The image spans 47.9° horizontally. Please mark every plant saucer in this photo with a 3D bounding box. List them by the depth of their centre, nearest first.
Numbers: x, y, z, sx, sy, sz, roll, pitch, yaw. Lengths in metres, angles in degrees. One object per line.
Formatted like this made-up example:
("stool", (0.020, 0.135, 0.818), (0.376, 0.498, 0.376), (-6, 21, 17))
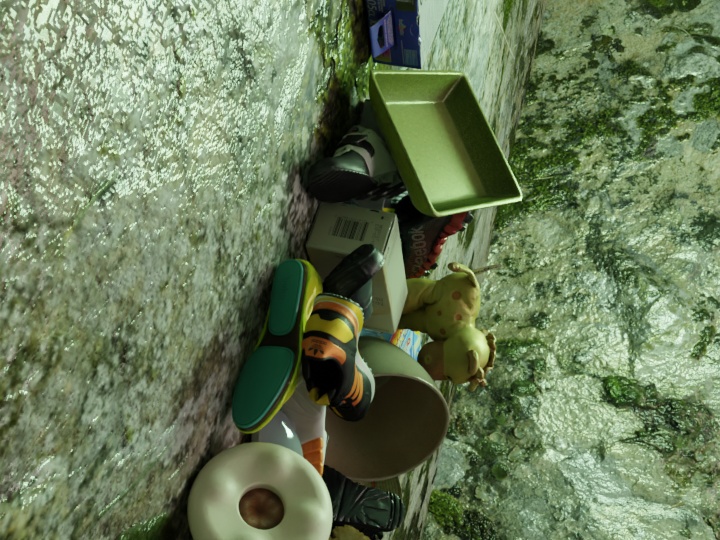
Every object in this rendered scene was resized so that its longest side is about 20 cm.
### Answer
("plant saucer", (0.102, -0.160, 1.049), (0.199, 0.048, 0.201), (-13, 76, -45))

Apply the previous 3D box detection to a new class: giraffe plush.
("giraffe plush", (0.133, 0.095, 1.194), (0.172, 0.199, 0.164), (18, 57, -51))

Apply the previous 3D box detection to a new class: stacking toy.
("stacking toy", (-0.118, 0.290, 0.860), (0.147, 0.145, 0.201), (-63, 175, -45))

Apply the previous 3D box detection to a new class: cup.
("cup", (0.013, 0.178, 1.157), (0.144, 0.198, 0.202), (-107, -164, -55))

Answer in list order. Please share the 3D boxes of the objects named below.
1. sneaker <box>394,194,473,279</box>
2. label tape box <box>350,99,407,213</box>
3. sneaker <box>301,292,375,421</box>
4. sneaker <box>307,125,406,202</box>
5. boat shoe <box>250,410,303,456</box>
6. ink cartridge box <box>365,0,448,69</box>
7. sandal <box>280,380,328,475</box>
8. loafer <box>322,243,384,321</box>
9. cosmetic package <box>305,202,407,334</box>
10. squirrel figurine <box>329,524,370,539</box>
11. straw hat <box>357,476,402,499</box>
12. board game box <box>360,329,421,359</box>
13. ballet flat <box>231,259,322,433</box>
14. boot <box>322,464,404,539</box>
("sneaker", (0.085, -0.059, 1.167), (0.201, 0.097, 0.071), (121, -18, -51))
("label tape box", (0.031, -0.131, 1.161), (0.144, 0.063, 0.202), (-10, 112, -74))
("sneaker", (-0.033, 0.118, 0.875), (0.201, 0.069, 0.090), (84, 24, -46))
("sneaker", (-0.011, -0.135, 0.999), (0.199, 0.074, 0.089), (-7, 75, -62))
("boat shoe", (-0.103, 0.264, 0.945), (0.073, 0.068, 0.202), (-12, 87, -52))
("ink cartridge box", (0.062, -0.363, 1.062), (0.137, 0.076, 0.201), (80, 25, -55))
("sandal", (-0.072, 0.197, 0.997), (0.059, 0.078, 0.209), (-42, 144, -79))
("loafer", (-0.011, 0.028, 0.959), (0.068, 0.070, 0.201), (-45, 179, -28))
("cosmetic package", (0.000, 0.000, 1.069), (0.201, 0.102, 0.074), (76, 29, -58))
("squirrel figurine", (-0.064, 0.431, 1.054), (0.199, 0.141, 0.188), (-11, 123, -48))
("straw hat", (-0.014, 0.321, 1.303), (0.084, 0.201, 0.202), (-22, 138, -19))
("board game box", (0.048, 0.146, 1.358), (0.201, 0.055, 0.197), (-62, 152, -49))
("ballet flat", (-0.081, 0.086, 0.886), (0.067, 0.066, 0.202), (45, 54, -53))
("boot", (-0.047, 0.345, 1.159), (0.163, 0.197, 0.074), (-47, -152, 52))
